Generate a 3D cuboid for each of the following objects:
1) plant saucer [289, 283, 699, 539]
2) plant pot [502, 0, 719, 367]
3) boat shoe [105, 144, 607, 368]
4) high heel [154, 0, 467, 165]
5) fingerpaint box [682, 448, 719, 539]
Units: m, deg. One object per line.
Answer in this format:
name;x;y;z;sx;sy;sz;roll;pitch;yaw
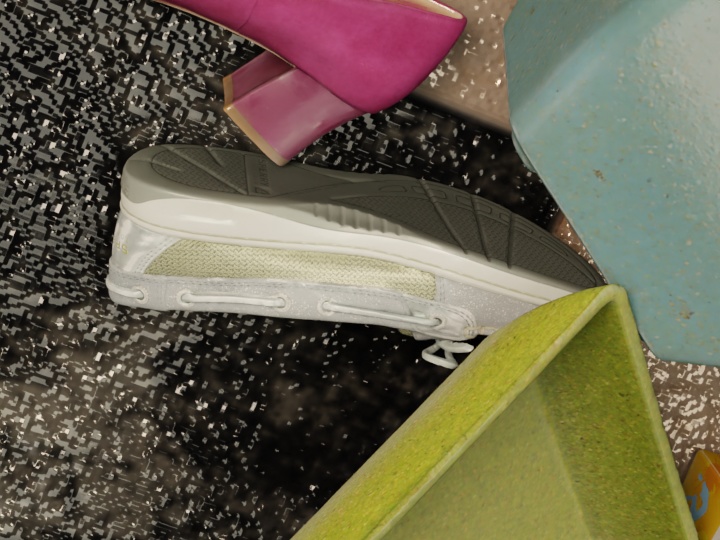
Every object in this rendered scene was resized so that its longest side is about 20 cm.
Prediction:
plant saucer;0.038;0.121;0.818;0.200;0.048;0.200;-44;140;-19
plant pot;0.165;-0.075;0.804;0.200;0.196;0.196;-29;112;16
boat shoe;-0.001;0.001;0.863;0.201;0.074;0.065;10;113;-8
high heel;-0.050;-0.132;0.807;0.096;0.067;0.200;-34;126;14
fingerpaint box;0.158;0.204;0.907;0.073;0.167;0.200;18;105;-15
